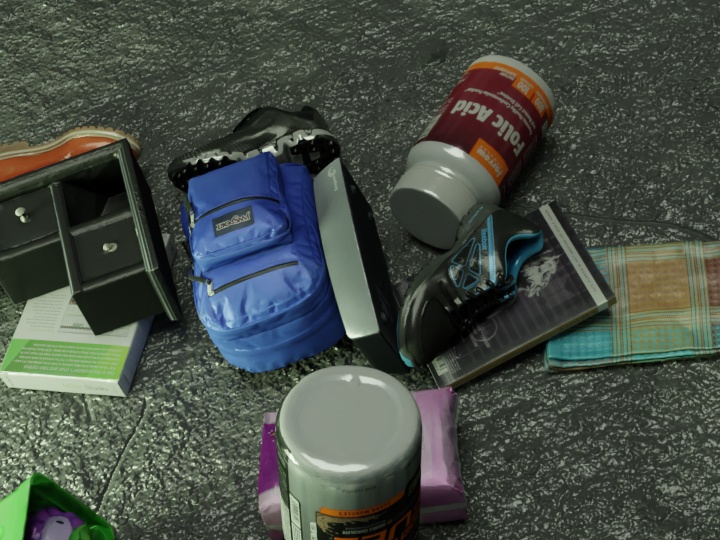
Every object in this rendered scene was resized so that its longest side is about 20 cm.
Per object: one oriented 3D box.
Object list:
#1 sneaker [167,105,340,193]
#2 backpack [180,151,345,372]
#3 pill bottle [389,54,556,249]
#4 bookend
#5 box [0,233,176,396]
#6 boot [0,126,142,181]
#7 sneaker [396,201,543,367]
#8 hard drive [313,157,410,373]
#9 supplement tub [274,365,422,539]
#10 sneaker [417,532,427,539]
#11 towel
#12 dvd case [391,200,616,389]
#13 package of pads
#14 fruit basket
[{"bbox_3d":[-0.127,-0.142,1.726,0.199,0.067,0.091,-14,48,-2],"label":"sneaker"},{"bbox_3d":[-0.109,-0.005,1.549,0.162,0.168,0.201,-22,52,11],"label":"backpack"},{"bbox_3d":[0.120,-0.128,1.620,0.114,0.114,0.200,20,60,26],"label":"pill bottle"},{"bbox_3d":[-0.314,-0.016,1.608,0.199,0.092,0.199,-19,51,-1],"label":"bookend"},{"bbox_3d":[-0.297,0.043,1.641,0.143,0.036,0.201,3,53,16],"label":"box"},{"bbox_3d":[-0.349,-0.102,1.746,0.199,0.075,0.108,-12,54,15],"label":"boot"},{"bbox_3d":[0.108,0.016,1.504,0.082,0.073,0.200,20,66,35],"label":"sneaker"},{"bbox_3d":[0.000,0.000,1.525,0.042,0.135,0.201,-18,63,9],"label":"hard drive"},{"bbox_3d":[-0.009,0.186,1.275,0.122,0.201,0.123,-1,47,1],"label":"supplement tub"},{"bbox_3d":[-0.025,0.278,1.378,0.199,0.075,0.085,4,47,5],"label":"sneaker"},{"bbox_3d":[0.282,0.032,1.518,0.199,0.022,0.147,-5,53,9],"label":"towel"},{"bbox_3d":[0.145,0.025,1.540,0.199,0.016,0.149,-28,49,3],"label":"dvd case"},{"bbox_3d":[0.002,0.185,1.432,0.199,0.076,0.121,-8,49,7],"label":"package of pads"},{"bbox_3d":[-0.258,0.299,1.374,0.215,0.156,0.217,-18,49,22],"label":"fruit basket"}]
